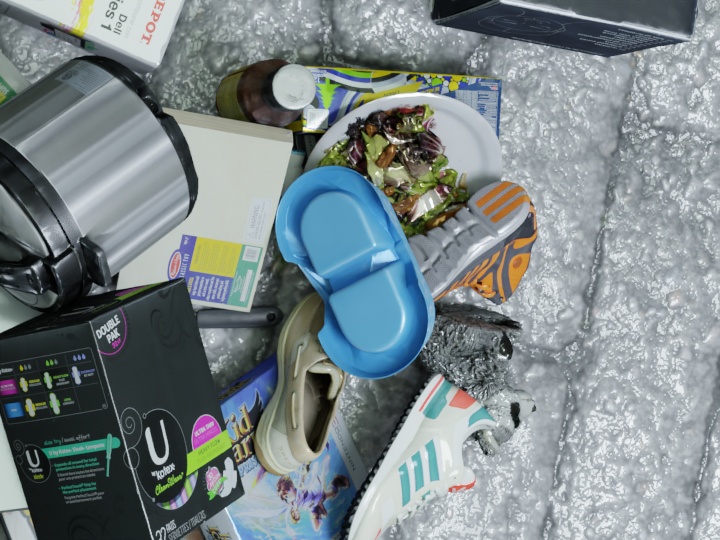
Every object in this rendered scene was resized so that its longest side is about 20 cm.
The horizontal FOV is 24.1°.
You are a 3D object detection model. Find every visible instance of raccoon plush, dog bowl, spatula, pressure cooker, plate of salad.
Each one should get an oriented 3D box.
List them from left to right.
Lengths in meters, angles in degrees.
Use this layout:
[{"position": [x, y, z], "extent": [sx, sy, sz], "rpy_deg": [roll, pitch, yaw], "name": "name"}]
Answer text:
[{"position": [-0.260, -0.065, 1.413], "extent": [0.200, 0.176, 0.179], "rpy_deg": [-40, 101, -30], "name": "pressure cooker"}, {"position": [-0.171, 0.049, 1.617], "extent": [0.199, 0.021, 0.057], "rpy_deg": [-4, 99, -17], "name": "spatula"}, {"position": [0.000, 0.000, 1.546], "extent": [0.111, 0.050, 0.201], "rpy_deg": [-27, 83, 22], "name": "dog bowl"}, {"position": [0.042, -0.079, 1.604], "extent": [0.199, 0.048, 0.201], "rpy_deg": [-7, 130, -9], "name": "plate of salad"}, {"position": [0.079, 0.103, 1.679], "extent": [0.199, 0.097, 0.135], "rpy_deg": [14, 104, 14], "name": "raccoon plush"}]

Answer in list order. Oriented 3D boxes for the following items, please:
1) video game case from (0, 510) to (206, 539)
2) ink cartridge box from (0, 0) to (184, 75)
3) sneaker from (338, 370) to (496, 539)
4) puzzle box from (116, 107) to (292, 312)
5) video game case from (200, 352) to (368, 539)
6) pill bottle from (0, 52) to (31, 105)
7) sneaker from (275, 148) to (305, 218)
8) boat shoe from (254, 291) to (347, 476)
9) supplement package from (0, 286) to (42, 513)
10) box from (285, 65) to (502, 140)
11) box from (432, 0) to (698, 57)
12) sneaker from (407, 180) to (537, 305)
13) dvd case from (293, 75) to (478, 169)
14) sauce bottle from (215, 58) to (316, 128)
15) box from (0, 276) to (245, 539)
[{"position": [-0.246, 0.229, 1.600], "extent": [0.180, 0.025, 0.201], "rpy_deg": [-21, 97, -14], "name": "video game case"}, {"position": [-0.255, -0.286, 1.550], "extent": [0.199, 0.084, 0.145], "rpy_deg": [23, 86, -16], "name": "ink cartridge box"}, {"position": [0.058, 0.199, 1.591], "extent": [0.093, 0.070, 0.200], "rpy_deg": [30, 72, 1], "name": "sneaker"}, {"position": [-0.147, -0.053, 1.557], "extent": [0.132, 0.025, 0.201], "rpy_deg": [9, 126, -12], "name": "puzzle box"}, {"position": [-0.080, 0.190, 1.579], "extent": [0.200, 0.045, 0.182], "rpy_deg": [-35, 103, -51], "name": "video game case"}, {"position": [-0.380, -0.105, 1.506], "extent": [0.200, 0.113, 0.113], "rpy_deg": [-43, 102, -10], "name": "pill bottle"}, {"position": [-0.150, -0.076, 1.594], "extent": [0.199, 0.077, 0.081], "rpy_deg": [-2, 100, -12], "name": "sneaker"}, {"position": [-0.041, 0.099, 1.574], "extent": [0.072, 0.065, 0.201], "rpy_deg": [44, 44, -28], "name": "boat shoe"}, {"position": [-0.331, 0.116, 1.511], "extent": [0.155, 0.111, 0.201], "rpy_deg": [-5, 85, -13], "name": "supplement package"}, {"position": [0.032, -0.159, 1.626], "extent": [0.199, 0.070, 0.065], "rpy_deg": [2, 92, -16], "name": "box"}, {"position": [0.197, -0.286, 1.620], "extent": [0.199, 0.197, 0.125], "rpy_deg": [8, 88, -16], "name": "box"}, {"position": [0.092, 0.008, 1.623], "extent": [0.199, 0.078, 0.112], "rpy_deg": [-32, 142, -4], "name": "sneaker"}, {"position": [0.035, -0.105, 1.674], "extent": [0.199, 0.016, 0.150], "rpy_deg": [-11, 95, -16], "name": "dvd case"}, {"position": [-0.086, -0.160, 1.543], "extent": [0.066, 0.200, 0.066], "rpy_deg": [-1, 94, -15], "name": "sauce bottle"}, {"position": [-0.206, 0.125, 1.416], "extent": [0.124, 0.148, 0.201], "rpy_deg": [-11, 98, 29], "name": "box"}]
